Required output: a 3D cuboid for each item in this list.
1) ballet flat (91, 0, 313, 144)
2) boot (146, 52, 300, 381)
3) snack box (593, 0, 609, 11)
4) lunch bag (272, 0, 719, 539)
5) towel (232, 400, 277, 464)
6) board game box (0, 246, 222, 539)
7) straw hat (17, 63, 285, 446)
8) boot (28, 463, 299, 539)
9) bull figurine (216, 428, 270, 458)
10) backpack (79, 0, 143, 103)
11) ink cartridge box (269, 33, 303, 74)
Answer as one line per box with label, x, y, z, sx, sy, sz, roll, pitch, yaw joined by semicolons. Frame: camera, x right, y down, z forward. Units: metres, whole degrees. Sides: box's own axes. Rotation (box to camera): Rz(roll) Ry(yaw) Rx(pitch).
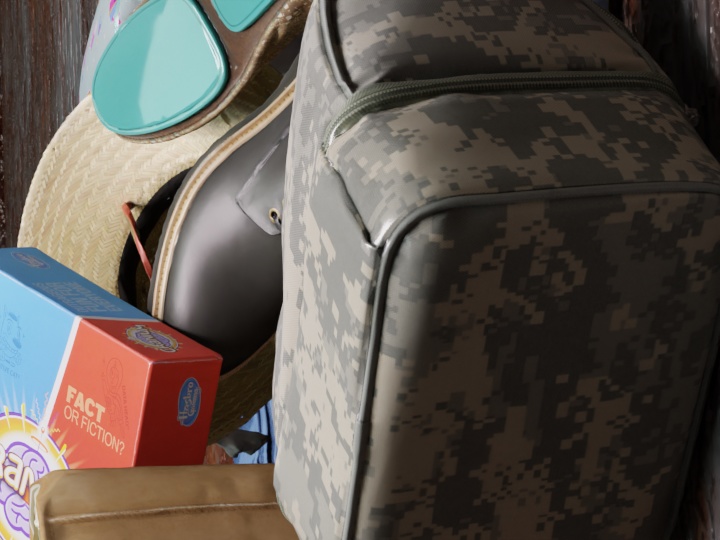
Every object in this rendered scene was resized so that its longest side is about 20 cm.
ballet flat;-0.050;-0.117;1.328;0.200;0.065;0.071;-35;75;47
boot;-0.016;-0.024;1.251;0.201;0.077;0.138;-60;24;9
snack box;0.040;-0.180;1.138;0.200;0.067;0.170;-150;59;-77
lunch bag;0.034;-0.003;1.004;0.168;0.139;0.201;-120;28;-47
towel;-0.043;0.118;1.592;0.112;0.048;0.201;108;156;-59
board game box;-0.138;0.108;1.326;0.153;0.040;0.201;26;112;46
straw hat;-0.070;-0.002;1.410;0.085;0.200;0.202;20;-119;-58
boot;-0.041;0.089;1.227;0.176;0.199;0.066;-105;15;-46
bull figurine;-0.069;0.033;1.494;0.122;0.200;0.065;49;144;6
backpack;-0.088;-0.112;1.588;0.200;0.126;0.168;116;153;-58
ink cartridge box;-0.026;-0.206;1.388;0.200;0.084;0.147;110;156;-59
